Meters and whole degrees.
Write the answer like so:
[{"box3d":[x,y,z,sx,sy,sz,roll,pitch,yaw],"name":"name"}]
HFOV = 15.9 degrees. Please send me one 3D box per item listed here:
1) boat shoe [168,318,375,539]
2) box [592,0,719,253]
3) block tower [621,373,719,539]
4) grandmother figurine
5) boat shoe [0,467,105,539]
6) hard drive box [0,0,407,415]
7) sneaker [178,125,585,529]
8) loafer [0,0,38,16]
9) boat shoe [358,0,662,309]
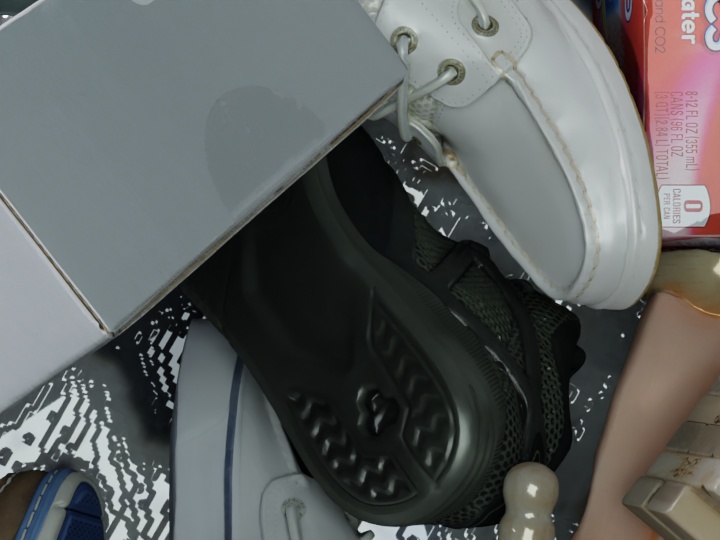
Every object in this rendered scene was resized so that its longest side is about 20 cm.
[{"box3d":[-0.024,0.101,0.767,0.065,0.074,0.200,-1,54,-6],"name":"boat shoe"},{"box3d":[0.127,-0.105,0.800,0.099,0.095,0.201,0,89,-4],"name":"box"},{"box3d":[0.162,0.006,0.725,0.058,0.054,0.200,40,81,-12],"name":"block tower"},{"box3d":[0.077,0.094,0.756,0.121,0.060,0.200,35,66,-35],"name":"grandmother figurine"},{"box3d":[-0.142,0.148,0.790,0.072,0.072,0.200,19,79,17],"name":"boat shoe"},{"box3d":[-0.105,-0.007,0.707,0.200,0.156,0.077,-33,97,39],"name":"hard drive box"},{"box3d":[0.000,0.000,0.807,0.076,0.114,0.200,-43,61,15],"name":"sneaker"},{"box3d":[-0.129,-0.107,0.757,0.200,0.063,0.072,11,91,-38],"name":"loafer"},{"box3d":[0.020,-0.068,0.777,0.069,0.071,0.200,-13,61,-31],"name":"boat shoe"}]
